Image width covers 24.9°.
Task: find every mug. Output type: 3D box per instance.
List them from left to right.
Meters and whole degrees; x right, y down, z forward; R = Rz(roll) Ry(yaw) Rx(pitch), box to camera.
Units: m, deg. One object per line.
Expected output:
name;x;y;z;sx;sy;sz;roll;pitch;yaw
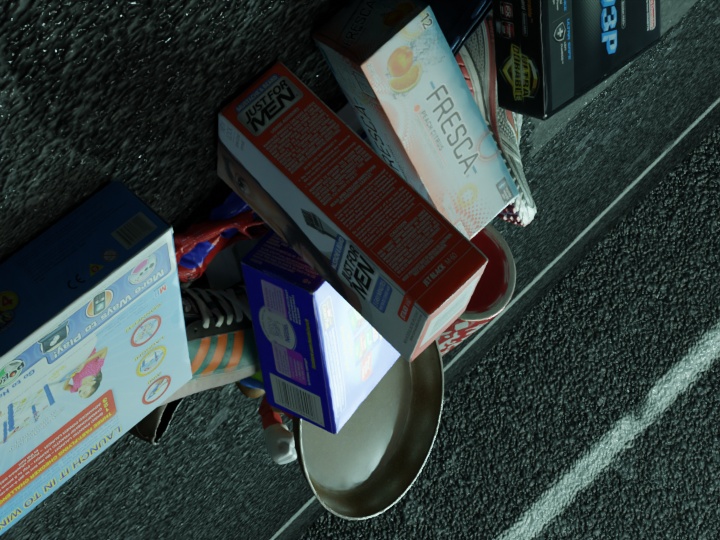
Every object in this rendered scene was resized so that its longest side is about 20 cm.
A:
mug;0.047;0.007;1.583;0.133;0.178;0.200;-21;172;-29

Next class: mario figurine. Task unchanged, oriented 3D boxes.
mario figurine;-0.053;0.111;1.550;0.106;0.124;0.200;-3;-168;-22

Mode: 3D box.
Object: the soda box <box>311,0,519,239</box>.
soda box;0.042;-0.110;1.173;0.068;0.064;0.200;-41;135;-11

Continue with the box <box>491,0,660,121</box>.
box;0.157;-0.231;1.178;0.159;0.046;0.201;-35;131;-38

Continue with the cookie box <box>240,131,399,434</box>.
cookie box;0.000;0.000;1.307;0.200;0.075;0.172;-48;148;-33

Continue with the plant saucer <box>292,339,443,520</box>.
plant saucer;0.003;0.120;1.453;0.200;0.032;0.201;-12;106;-48

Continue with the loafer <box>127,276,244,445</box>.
loafer;-0.137;0.071;1.405;0.200;0.071;0.073;-48;168;12

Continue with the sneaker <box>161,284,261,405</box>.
sneaker;-0.129;0.047;1.294;0.200;0.071;0.080;-24;142;-27

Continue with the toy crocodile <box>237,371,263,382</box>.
toy crocodile;-0.088;0.068;1.449;0.200;0.062;0.068;-2;-115;63

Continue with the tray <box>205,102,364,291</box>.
tray;-0.048;-0.062;1.330;0.200;0.022;0.107;-42;159;-14

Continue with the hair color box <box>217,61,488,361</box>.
hair color box;-0.010;-0.038;1.133;0.064;0.200;0.111;-42;169;-17

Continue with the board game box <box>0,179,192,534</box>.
board game box;-0.208;0.066;1.084;0.200;0.056;0.196;-39;156;-24

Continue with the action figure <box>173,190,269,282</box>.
action figure;-0.095;-0.041;1.231;0.200;0.052;0.065;-42;174;-2

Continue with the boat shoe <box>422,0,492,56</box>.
boat shoe;0.102;-0.212;1.244;0.200;0.069;0.084;-44;169;-5

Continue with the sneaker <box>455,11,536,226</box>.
sneaker;0.110;-0.123;1.324;0.082;0.078;0.200;-34;124;-20
